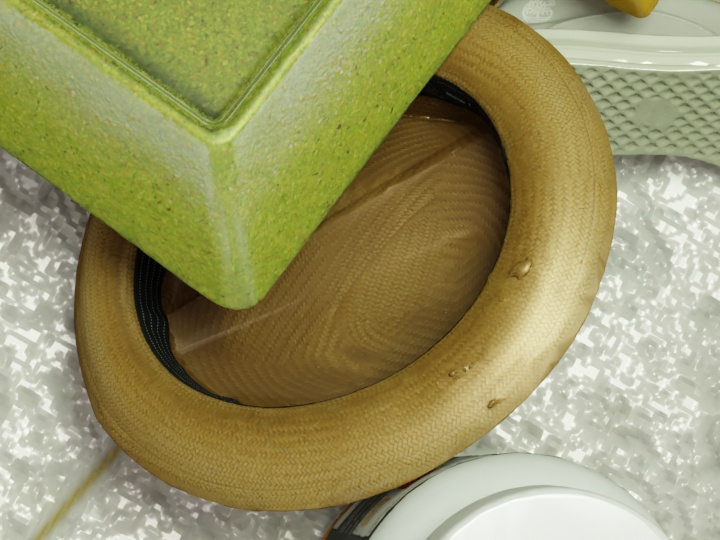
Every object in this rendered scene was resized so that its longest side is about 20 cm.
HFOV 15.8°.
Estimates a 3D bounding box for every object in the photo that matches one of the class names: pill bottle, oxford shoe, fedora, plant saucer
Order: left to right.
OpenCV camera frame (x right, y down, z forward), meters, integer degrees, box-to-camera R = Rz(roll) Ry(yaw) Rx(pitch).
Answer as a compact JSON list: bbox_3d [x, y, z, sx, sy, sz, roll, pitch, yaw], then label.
[{"bbox_3d":[-0.058,-0.123,0.849,0.200,0.048,0.200,35,76,8],"label":"plant saucer"},{"bbox_3d":[0.000,0.000,0.893,0.200,0.082,0.201,-9,65,20],"label":"fedora"},{"bbox_3d":[0.045,0.118,0.846,0.116,0.200,0.117,1,85,-6],"label":"pill bottle"},{"bbox_3d":[0.131,-0.073,0.941,0.199,0.075,0.058,6,49,-8],"label":"oxford shoe"}]

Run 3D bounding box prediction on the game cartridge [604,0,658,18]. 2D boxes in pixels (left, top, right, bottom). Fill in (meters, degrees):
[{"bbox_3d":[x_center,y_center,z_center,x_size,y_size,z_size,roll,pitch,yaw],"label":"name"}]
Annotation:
[{"bbox_3d":[0.056,-0.205,0.918,0.200,0.032,0.177,28,84,18],"label":"game cartridge"}]
